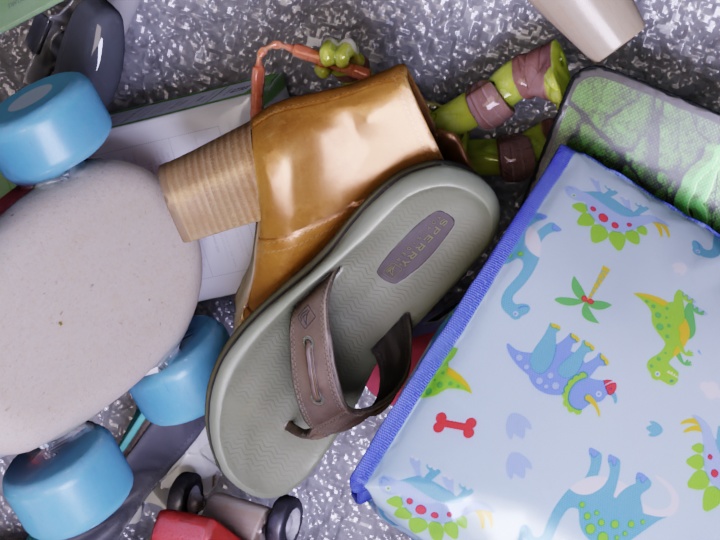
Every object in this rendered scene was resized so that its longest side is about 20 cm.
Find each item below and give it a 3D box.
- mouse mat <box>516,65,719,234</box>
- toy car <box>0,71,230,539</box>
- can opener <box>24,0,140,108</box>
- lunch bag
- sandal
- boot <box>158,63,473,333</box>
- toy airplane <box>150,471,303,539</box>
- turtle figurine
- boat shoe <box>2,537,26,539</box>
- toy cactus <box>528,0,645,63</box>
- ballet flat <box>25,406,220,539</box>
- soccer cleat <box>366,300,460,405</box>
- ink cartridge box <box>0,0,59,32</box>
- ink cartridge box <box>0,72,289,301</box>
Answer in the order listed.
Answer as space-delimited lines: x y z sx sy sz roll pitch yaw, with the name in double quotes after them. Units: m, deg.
0.144 0.016 0.914 0.161 0.008 0.200 23 111 8 "mouse mat"
-0.199 0.018 0.966 0.200 0.177 0.184 -1 124 44 "toy car"
-0.116 -0.167 0.972 0.067 0.053 0.200 45 118 36 "can opener"
0.114 0.063 0.869 0.170 0.127 0.200 31 82 5 "lunch bag"
-0.006 0.034 0.887 0.080 0.057 0.201 23 116 -32 "sandal"
0.000 -0.001 0.933 0.144 0.071 0.201 -17 126 9 "boot"
-0.077 0.224 1.023 0.199 0.141 0.200 40 139 -14 "toy airplane"
0.041 -0.055 0.971 0.161 0.064 0.200 -15 120 15 "turtle figurine"
-0.221 0.260 1.139 0.068 0.072 0.200 -4 100 21 "boat shoe"
0.077 -0.176 0.905 0.200 0.102 0.165 -35 93 29 "toy cactus"
-0.121 0.117 1.068 0.073 0.073 0.200 38 112 0 "ballet flat"
0.094 0.022 0.981 0.200 0.077 0.067 -19 128 23 "soccer cleat"
-0.189 -0.233 0.933 0.104 0.059 0.200 -23 80 22 "ink cartridge box"
-0.126 -0.033 1.022 0.200 0.059 0.104 -12 105 18 "ink cartridge box"
